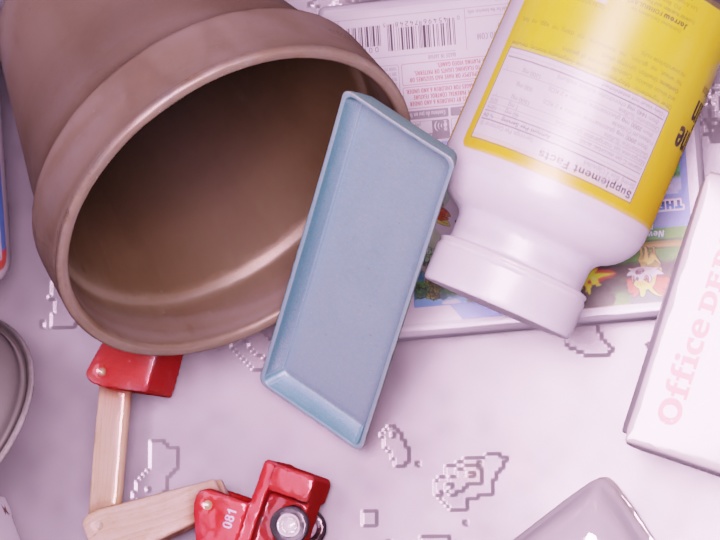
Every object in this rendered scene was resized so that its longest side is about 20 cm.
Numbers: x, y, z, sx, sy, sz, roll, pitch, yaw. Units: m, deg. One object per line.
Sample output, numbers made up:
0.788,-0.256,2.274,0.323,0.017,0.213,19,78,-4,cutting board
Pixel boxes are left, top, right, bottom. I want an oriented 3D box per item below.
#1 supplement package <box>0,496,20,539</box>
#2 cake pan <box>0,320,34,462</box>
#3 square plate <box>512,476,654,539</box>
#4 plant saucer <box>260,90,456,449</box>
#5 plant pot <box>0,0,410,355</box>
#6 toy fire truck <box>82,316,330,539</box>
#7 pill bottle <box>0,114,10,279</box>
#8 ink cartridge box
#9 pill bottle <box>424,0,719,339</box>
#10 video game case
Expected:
-0.271,0.205,1.564,0.200,0.110,0.114,-25,79,8,supplement package
-0.267,0.081,1.552,0.200,0.037,0.200,-19,36,15,cake pan
0.101,0.241,1.524,0.200,0.028,0.198,-36,77,6,square plate
0.000,0.000,1.512,0.070,0.019,0.200,34,133,19,plant saucer
-0.100,-0.087,1.531,0.200,0.200,0.174,-39,54,5,plant pot
-0.093,0.133,1.567,0.141,0.049,0.200,18,88,14,toy fire truck
-0.245,-0.090,1.560,0.112,0.112,0.200,2,108,12,pill bottle
0.244,0.049,1.479,0.200,0.083,0.145,18,88,7,ink cartridge box
0.108,-0.072,1.497,0.112,0.112,0.200,23,88,14,pill bottle
0.081,-0.059,1.570,0.200,0.022,0.183,-5,82,10,video game case
